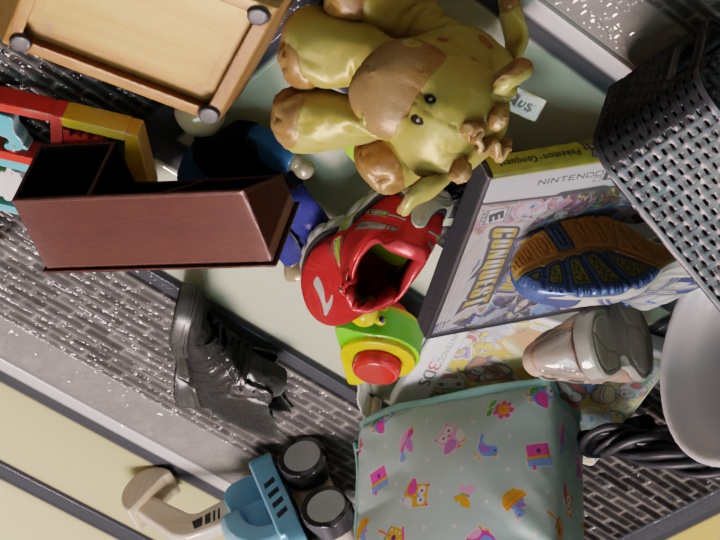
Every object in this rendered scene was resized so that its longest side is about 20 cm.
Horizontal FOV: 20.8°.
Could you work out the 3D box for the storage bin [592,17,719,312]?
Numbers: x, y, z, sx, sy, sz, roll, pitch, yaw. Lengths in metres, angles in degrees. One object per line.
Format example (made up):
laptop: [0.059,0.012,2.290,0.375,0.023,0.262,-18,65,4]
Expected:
storage bin: [0.264,-0.061,1.384,0.094,0.135,0.200,-35,104,28]

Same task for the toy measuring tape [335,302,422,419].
toy measuring tape: [0.024,0.080,1.697,0.074,0.074,0.200,0,148,9]

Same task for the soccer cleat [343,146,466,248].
soccer cleat: [0.065,-0.066,1.501,0.200,0.068,0.081,37,161,-28]

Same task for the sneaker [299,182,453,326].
sneaker: [0.000,0.000,1.502,0.077,0.085,0.200,23,147,-12]

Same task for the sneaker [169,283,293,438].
sneaker: [-0.111,0.081,1.725,0.104,0.060,0.200,8,145,2]

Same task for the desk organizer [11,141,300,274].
desk organizer: [-0.157,-0.051,1.501,0.200,0.072,0.077,-1,134,21]

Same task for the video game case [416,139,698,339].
video game case: [0.150,-0.027,1.515,0.181,0.026,0.200,-10,145,-22]

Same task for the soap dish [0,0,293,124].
soap dish: [-0.151,-0.196,1.386,0.200,0.081,0.157,19,139,-15]

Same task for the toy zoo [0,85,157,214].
toy zoo: [-0.241,-0.085,1.562,0.200,0.020,0.131,13,140,4]

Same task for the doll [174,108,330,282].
doll: [-0.087,-0.068,1.549,0.136,0.048,0.200,-6,138,32]

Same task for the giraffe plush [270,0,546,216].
giraffe plush: [0.042,-0.115,1.344,0.200,0.162,0.173,8,110,-6]

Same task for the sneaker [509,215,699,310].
sneaker: [0.204,0.004,1.503,0.200,0.075,0.088,-10,146,-19]

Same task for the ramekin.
ramekin: [0.332,0.066,1.527,0.098,0.201,0.200,19,139,-25]

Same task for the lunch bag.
lunch bag: [0.087,0.196,1.697,0.200,0.171,0.122,-10,151,21]

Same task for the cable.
cable: [0.281,0.147,1.647,0.163,0.051,0.200,9,180,-42]

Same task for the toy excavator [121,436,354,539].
toy excavator: [-0.112,0.235,1.858,0.200,0.195,0.100,-25,137,-5]

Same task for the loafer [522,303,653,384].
loafer: [0.183,0.059,1.564,0.063,0.072,0.200,-13,174,21]

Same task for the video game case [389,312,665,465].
video game case: [0.147,0.093,1.718,0.200,0.023,0.182,16,139,-10]
